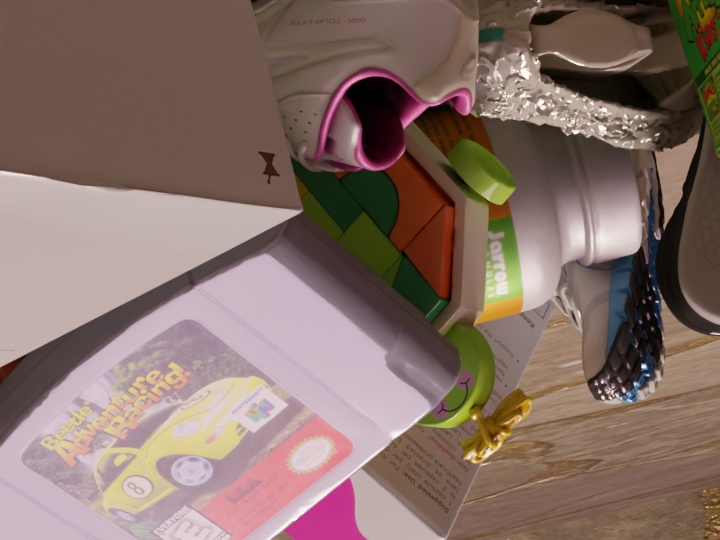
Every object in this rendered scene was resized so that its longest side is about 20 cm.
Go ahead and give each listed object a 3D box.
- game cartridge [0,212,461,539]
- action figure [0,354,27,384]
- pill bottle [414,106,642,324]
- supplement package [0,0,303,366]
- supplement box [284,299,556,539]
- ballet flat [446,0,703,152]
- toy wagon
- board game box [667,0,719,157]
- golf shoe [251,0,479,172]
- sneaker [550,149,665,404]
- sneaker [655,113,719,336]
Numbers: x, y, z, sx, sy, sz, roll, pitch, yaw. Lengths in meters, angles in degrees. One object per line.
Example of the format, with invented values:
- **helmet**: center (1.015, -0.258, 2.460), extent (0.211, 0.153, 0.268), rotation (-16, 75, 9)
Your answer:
- **game cartridge**: center (-0.073, 0.063, 0.749), extent (0.200, 0.041, 0.133), rotation (-40, 122, 15)
- **action figure**: center (-0.137, -0.003, 0.771), extent (0.192, 0.105, 0.201), rotation (-14, 127, -8)
- **pill bottle**: center (0.037, -0.025, 0.943), extent (0.199, 0.112, 0.111), rotation (-14, 165, -4)
- **supplement package**: center (-0.164, -0.055, 0.574), extent (0.199, 0.148, 0.191), rotation (-25, 161, 33)
- **supplement box**: center (0.022, 0.064, 1.059), extent (0.103, 0.200, 0.101), rotation (41, 139, -15)
- **ballet flat**: center (0.118, -0.093, 0.843), extent (0.199, 0.072, 0.072), rotation (-3, 161, -42)
- **toy wagon**: center (0.000, 0.000, 0.815), extent (0.155, 0.200, 0.040), rotation (-49, 151, 17)
- **board game box**: center (0.179, -0.130, 0.723), extent (0.047, 0.102, 0.200), rotation (-11, 164, -12)
- **golf shoe**: center (-0.032, -0.073, 0.750), extent (0.075, 0.092, 0.200), rotation (1, 160, -47)
- **sneaker**: center (0.123, 0.002, 1.021), extent (0.086, 0.201, 0.075), rotation (-8, 127, 15)
- **sneaker**: center (0.185, -0.059, 0.861), extent (0.070, 0.201, 0.099), rotation (20, 166, 3)
